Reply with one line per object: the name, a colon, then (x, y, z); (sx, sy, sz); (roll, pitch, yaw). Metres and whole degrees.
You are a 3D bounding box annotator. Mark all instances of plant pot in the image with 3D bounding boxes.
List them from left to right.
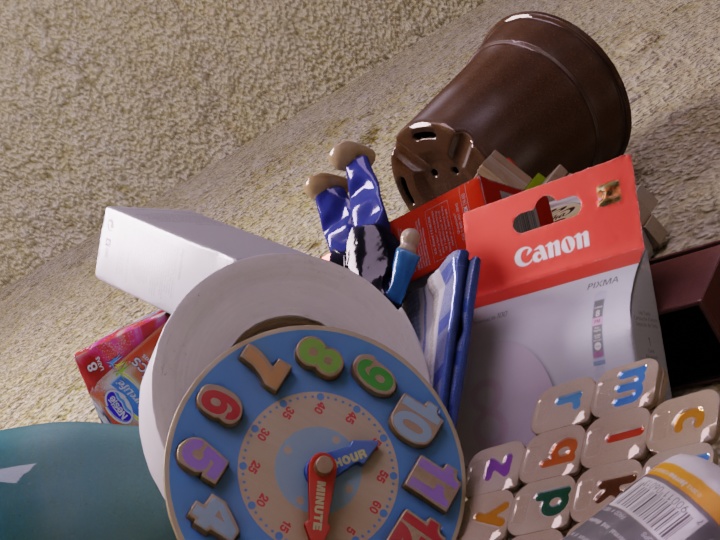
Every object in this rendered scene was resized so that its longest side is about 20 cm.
plant pot: (-0.219, 0.209, 1.065); (0.185, 0.203, 0.200); (-13, 14, -7)
plant pot: (0.147, -0.136, 1.396); (0.198, 0.202, 0.199); (-39, 17, -34)

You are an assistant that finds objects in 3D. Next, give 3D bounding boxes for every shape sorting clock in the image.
shape sorting clock: (-0.027, 0.129, 0.858); (0.199, 0.200, 0.039); (-38, -8, -27)

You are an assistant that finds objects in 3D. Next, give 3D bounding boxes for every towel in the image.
towel: (0.043, 0.077, 1.019); (0.200, 0.023, 0.149); (132, 148, -69)

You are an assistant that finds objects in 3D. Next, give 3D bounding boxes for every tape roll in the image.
tape roll: (-0.051, 0.093, 0.928); (0.202, 0.203, 0.071); (-39, -7, -27)

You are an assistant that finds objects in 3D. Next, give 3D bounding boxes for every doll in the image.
doll: (0.000, 0.000, 1.071); (0.137, 0.048, 0.202); (-47, 43, 38)

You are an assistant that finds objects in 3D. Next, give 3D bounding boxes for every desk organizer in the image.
desk organizer: (0.191, 0.049, 0.994); (0.198, 0.072, 0.077); (-19, 22, 40)

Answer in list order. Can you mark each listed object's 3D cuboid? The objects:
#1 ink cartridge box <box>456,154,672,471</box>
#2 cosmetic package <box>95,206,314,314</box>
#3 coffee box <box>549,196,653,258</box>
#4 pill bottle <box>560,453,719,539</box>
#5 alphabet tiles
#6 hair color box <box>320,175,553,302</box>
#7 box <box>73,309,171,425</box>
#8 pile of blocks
ink cartridge box: (0.131, 0.033, 0.953); (0.161, 0.203, 0.057); (-18, -15, 40)
cosmetic package: (-0.136, 0.000, 1.175); (0.101, 0.075, 0.199); (0, 16, -43)
coffee box: (0.146, 0.003, 1.204); (0.198, 0.080, 0.113); (-17, 21, 41)
pill bottle: (0.112, 0.187, 0.627); (0.199, 0.117, 0.116); (-35, 16, -10)
alphabet tiles: (0.133, 0.143, 0.818); (0.194, 0.015, 0.201); (-23, 33, 39)
hair color box: (0.059, -0.007, 1.127); (0.199, 0.062, 0.101); (-27, -25, 36)
box: (-0.175, 0.084, 1.251); (0.099, 0.097, 0.200); (-23, 3, 13)
pile of blocks: (0.193, -0.057, 1.251); (0.198, 0.083, 0.062); (19, 40, 23)
